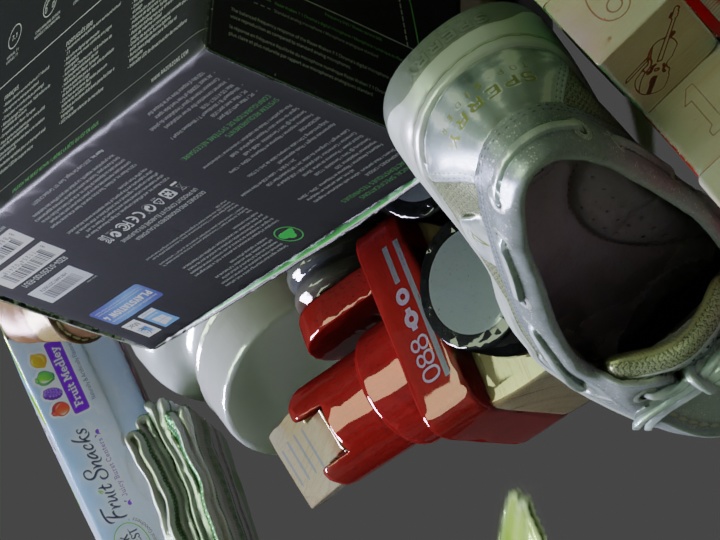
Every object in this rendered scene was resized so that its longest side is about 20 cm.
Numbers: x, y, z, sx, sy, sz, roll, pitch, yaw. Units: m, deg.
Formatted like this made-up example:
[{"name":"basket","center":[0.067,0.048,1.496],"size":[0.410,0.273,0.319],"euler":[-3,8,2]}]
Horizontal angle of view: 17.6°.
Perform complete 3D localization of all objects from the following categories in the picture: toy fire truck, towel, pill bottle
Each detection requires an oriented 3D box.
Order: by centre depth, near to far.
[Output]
[{"name":"toy fire truck","center":[0.000,0.000,0.844],"size":[0.199,0.128,0.177],"euler":[-36,65,29]},{"name":"pill bottle","center":[-0.065,-0.013,1.008],"size":[0.200,0.110,0.111],"euler":[51,142,44]},{"name":"towel","center":[-0.059,0.138,1.039],"size":[0.200,0.030,0.150],"euler":[76,175,-81]}]

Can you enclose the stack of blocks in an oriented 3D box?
[{"name":"stack of blocks","center":[0.103,-0.059,0.649],"size":[0.059,0.115,0.200],"euler":[-43,51,9]}]

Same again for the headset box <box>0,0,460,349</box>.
[{"name":"headset box","center":[-0.053,-0.104,0.753],"size":[0.174,0.092,0.202],"euler":[-32,47,46]}]

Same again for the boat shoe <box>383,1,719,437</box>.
[{"name":"boat shoe","center":[0.077,0.001,0.679],"size":[0.202,0.074,0.065],"euler":[49,-174,-47]}]

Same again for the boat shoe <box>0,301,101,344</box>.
[{"name":"boat shoe","center":[-0.112,-0.065,0.867],"size":[0.073,0.076,0.202],"euler":[-18,58,27]}]

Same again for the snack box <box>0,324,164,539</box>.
[{"name":"snack box","center":[-0.132,0.065,1.140],"size":[0.142,0.053,0.201],"euler":[53,165,55]}]
